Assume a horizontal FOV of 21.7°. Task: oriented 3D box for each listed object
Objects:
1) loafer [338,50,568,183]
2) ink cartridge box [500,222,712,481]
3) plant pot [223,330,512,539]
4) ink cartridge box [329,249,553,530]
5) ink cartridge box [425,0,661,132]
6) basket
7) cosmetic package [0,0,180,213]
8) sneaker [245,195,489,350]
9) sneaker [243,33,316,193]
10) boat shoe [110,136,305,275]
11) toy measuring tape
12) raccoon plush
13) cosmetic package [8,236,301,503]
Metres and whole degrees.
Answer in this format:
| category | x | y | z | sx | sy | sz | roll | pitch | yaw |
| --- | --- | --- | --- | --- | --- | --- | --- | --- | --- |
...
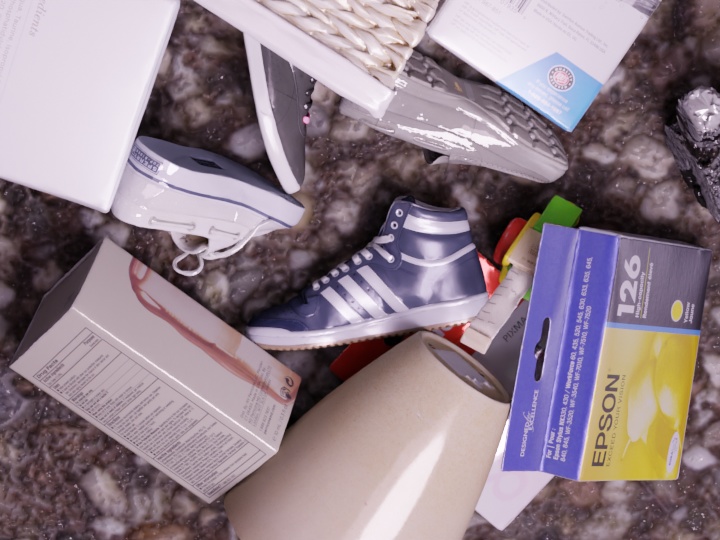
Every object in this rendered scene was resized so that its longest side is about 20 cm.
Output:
| category | x | y | z | sx | sy | sz | roll | pitch | yaw |
| --- | --- | --- | --- | --- | --- | --- | --- | --- | --- |
| loafer | 0.075 | -0.115 | 1.495 | 0.199 | 0.070 | 0.070 | 25 | 123 | -22 |
| ink cartridge box | 0.203 | 0.069 | 1.506 | 0.199 | 0.047 | 0.199 | 5 | 96 | -50 |
| plant pot | 0.024 | 0.153 | 1.482 | 0.187 | 0.187 | 0.200 | 32 | 102 | -17 |
| ink cartridge box | 0.100 | 0.094 | 1.563 | 0.200 | 0.057 | 0.163 | 41 | 95 | -22 |
| ink cartridge box | 0.154 | -0.234 | 1.463 | 0.145 | 0.084 | 0.201 | 32 | 97 | -16 |
| basket | -0.038 | -0.215 | 1.344 | 0.199 | 0.136 | 0.124 | 33 | 96 | -7 |
| cosmetic package | -0.253 | -0.164 | 1.364 | 0.199 | 0.167 | 0.167 | 18 | 101 | -13 |
| sneaker | 0.000 | 0.000 | 1.509 | 0.199 | 0.070 | 0.109 | -9 | 97 | 1 |
| sneaker | -0.037 | -0.162 | 1.454 | 0.099 | 0.071 | 0.201 | -9 | 102 | -3 |
| boat shoe | -0.120 | -0.039 | 1.429 | 0.074 | 0.202 | 0.086 | 36 | 102 | 26 |
| toy measuring tape | 0.126 | 0.013 | 1.496 | 0.074 | 0.073 | 0.200 | 54 | 47 | -18 |
| raccoon plush | 0.324 | -0.112 | 1.485 | 0.133 | 0.200 | 0.097 | -29 | 82 | 0 |
| cosmetic package | -0.158 | 0.080 | 1.473 | 0.200 | 0.088 | 0.103 | 38 | 131 | -19 |
